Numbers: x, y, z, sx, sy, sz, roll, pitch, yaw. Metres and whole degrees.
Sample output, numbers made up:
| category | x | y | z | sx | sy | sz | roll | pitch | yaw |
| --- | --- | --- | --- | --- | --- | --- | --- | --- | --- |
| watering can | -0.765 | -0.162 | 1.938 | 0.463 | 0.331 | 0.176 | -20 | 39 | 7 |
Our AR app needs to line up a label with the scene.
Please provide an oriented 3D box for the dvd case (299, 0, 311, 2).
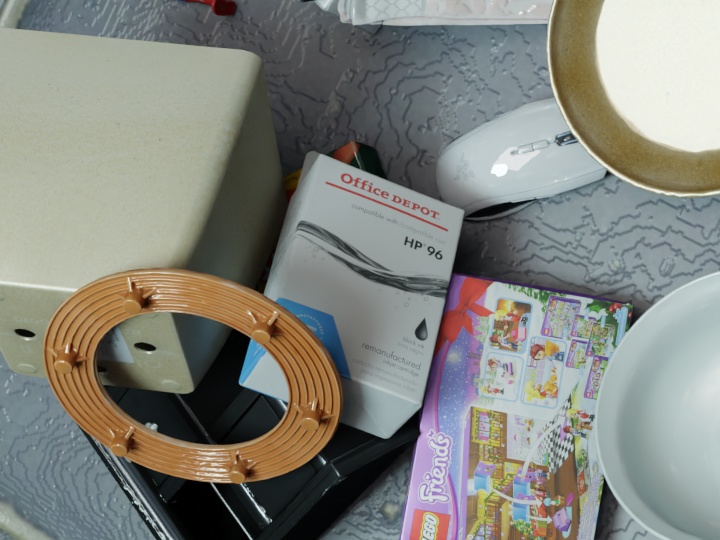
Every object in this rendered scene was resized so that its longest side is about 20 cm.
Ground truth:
| category | x | y | z | sx | sy | sz | roll | pitch | yaw |
| --- | --- | --- | --- | --- | --- | --- | --- | --- | --- |
| dvd case | -0.040 | -0.310 | 1.268 | 0.150 | 0.025 | 0.201 | -43 | 64 | 57 |

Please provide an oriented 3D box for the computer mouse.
| category | x | y | z | sx | sy | sz | roll | pitch | yaw |
| --- | --- | --- | --- | --- | --- | --- | --- | --- | --- |
| computer mouse | 0.142 | -0.088 | 1.325 | 0.199 | 0.044 | 0.110 | -19 | 80 | 20 |

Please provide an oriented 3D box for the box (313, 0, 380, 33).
| category | x | y | z | sx | sy | sz | roll | pitch | yaw |
| --- | --- | --- | --- | --- | --- | --- | --- | --- | --- |
| box | 0.016 | -0.295 | 1.360 | 0.112 | 0.101 | 0.200 | 43 | 102 | 18 |

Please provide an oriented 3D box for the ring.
| category | x | y | z | sx | sy | sz | roll | pitch | yaw |
| --- | --- | --- | --- | --- | --- | --- | --- | --- | --- |
| ring | -0.110 | 0.076 | 1.188 | 0.199 | 0.201 | 0.019 | -8 | 41 | 21 |

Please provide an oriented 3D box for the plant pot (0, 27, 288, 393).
| category | x | y | z | sx | sy | sz | roll | pitch | yaw |
| --- | --- | --- | --- | --- | --- | --- | --- | --- | --- |
| plant pot | -0.171 | -0.029 | 1.257 | 0.198 | 0.200 | 0.178 | 7 | 61 | 8 |

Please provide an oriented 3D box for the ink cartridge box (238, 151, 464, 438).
| category | x | y | z | sx | sy | sz | roll | pitch | yaw |
| --- | --- | --- | --- | --- | --- | --- | --- | --- | --- |
| ink cartridge box | 0.000 | 0.000 | 1.273 | 0.115 | 0.068 | 0.201 | 21 | 58 | -11 |

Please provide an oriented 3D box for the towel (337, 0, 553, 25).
| category | x | y | z | sx | sy | sz | roll | pitch | yaw |
| --- | --- | --- | --- | --- | --- | --- | --- | --- | --- |
| towel | 0.078 | -0.270 | 1.286 | 0.189 | 0.032 | 0.202 | -5 | 114 | -10 |

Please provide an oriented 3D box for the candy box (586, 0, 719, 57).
| category | x | y | z | sx | sy | sz | roll | pitch | yaw |
| --- | --- | --- | --- | --- | --- | --- | --- | --- | --- |
| candy box | 0.265 | -0.202 | 1.277 | 0.199 | 0.056 | 0.117 | 22 | 96 | 23 |

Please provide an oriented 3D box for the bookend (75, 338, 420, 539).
| category | x | y | z | sx | sy | sz | roll | pitch | yaw |
| --- | --- | --- | --- | --- | --- | --- | --- | --- | --- |
| bookend | -0.091 | 0.108 | 1.334 | 0.199 | 0.092 | 0.200 | 53 | 131 | 13 |

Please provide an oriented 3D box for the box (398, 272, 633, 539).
| category | x | y | z | sx | sy | sz | roll | pitch | yaw |
| --- | --- | --- | --- | --- | --- | --- | --- | --- | --- |
| box | 0.109 | 0.110 | 1.303 | 0.136 | 0.039 | 0.202 | 10 | 90 | 0 |

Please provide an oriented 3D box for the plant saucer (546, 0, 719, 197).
| category | x | y | z | sx | sy | sz | roll | pitch | yaw |
| --- | --- | --- | --- | --- | --- | --- | --- | --- | --- |
| plant saucer | 0.225 | -0.151 | 1.244 | 0.199 | 0.035 | 0.202 | 6 | 103 | 26 |

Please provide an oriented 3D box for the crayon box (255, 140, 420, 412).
| category | x | y | z | sx | sy | sz | roll | pitch | yaw |
| --- | --- | --- | --- | --- | --- | --- | --- | --- | --- |
| crayon box | -0.013 | 0.020 | 1.377 | 0.126 | 0.051 | 0.201 | -27 | 77 | 18 |

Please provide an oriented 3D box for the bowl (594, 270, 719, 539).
| category | x | y | z | sx | sy | sz | roll | pitch | yaw |
| --- | --- | --- | --- | --- | --- | --- | --- | --- | --- |
| bowl | 0.264 | 0.106 | 1.221 | 0.200 | 0.090 | 0.202 | -16 | 57 | 25 |

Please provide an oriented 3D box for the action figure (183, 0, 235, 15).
| category | x | y | z | sx | sy | sz | roll | pitch | yaw |
| --- | --- | --- | --- | --- | --- | --- | --- | --- | --- |
| action figure | -0.199 | -0.257 | 1.450 | 0.199 | 0.099 | 0.066 | 18 | 92 | 25 |
